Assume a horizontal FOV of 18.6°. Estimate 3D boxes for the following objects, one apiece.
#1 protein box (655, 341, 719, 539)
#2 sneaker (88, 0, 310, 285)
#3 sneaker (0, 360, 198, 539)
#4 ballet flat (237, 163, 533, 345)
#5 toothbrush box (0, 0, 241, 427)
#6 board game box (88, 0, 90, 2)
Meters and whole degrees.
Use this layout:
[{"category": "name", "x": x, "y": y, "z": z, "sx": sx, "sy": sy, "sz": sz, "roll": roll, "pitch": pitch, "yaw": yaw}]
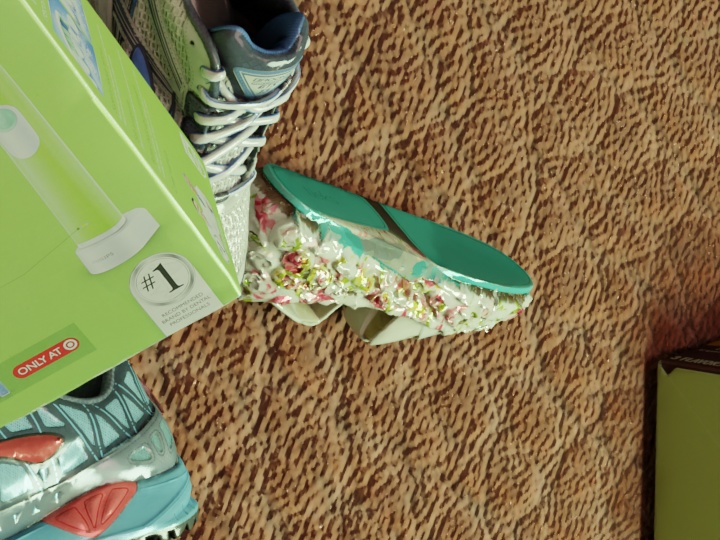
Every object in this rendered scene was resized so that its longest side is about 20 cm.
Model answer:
[{"category": "protein box", "x": 0.286, "y": 0.141, "z": 1.314, "sx": 0.200, "sy": 0.135, "sz": 0.199, "roll": -12, "pitch": 106, "yaw": -49}, {"category": "sneaker", "x": -0.063, "y": -0.073, "z": 0.840, "sx": 0.077, "sy": 0.085, "sz": 0.201, "roll": -28, "pitch": 121, "yaw": -45}, {"category": "sneaker", "x": -0.157, "y": 0.078, "z": 0.847, "sx": 0.200, "sy": 0.079, "sz": 0.096, "roll": -9, "pitch": 82, "yaw": -49}, {"category": "ballet flat", "x": 0.000, "y": 0.000, "z": 1.022, "sx": 0.200, "sy": 0.076, "sz": 0.064, "roll": 19, "pitch": 113, "yaw": -46}, {"category": "toothbrush box", "x": -0.154, "y": -0.044, "z": 0.743, "sx": 0.145, "sy": 0.086, "sz": 0.200, "roll": -29, "pitch": 131, "yaw": 8}, {"category": "board game box", "x": -0.100, "y": -0.184, "z": 0.870, "sx": 0.200, "sy": 0.043, "sz": 0.199, "roll": -47, "pitch": 130, "yaw": -35}]
